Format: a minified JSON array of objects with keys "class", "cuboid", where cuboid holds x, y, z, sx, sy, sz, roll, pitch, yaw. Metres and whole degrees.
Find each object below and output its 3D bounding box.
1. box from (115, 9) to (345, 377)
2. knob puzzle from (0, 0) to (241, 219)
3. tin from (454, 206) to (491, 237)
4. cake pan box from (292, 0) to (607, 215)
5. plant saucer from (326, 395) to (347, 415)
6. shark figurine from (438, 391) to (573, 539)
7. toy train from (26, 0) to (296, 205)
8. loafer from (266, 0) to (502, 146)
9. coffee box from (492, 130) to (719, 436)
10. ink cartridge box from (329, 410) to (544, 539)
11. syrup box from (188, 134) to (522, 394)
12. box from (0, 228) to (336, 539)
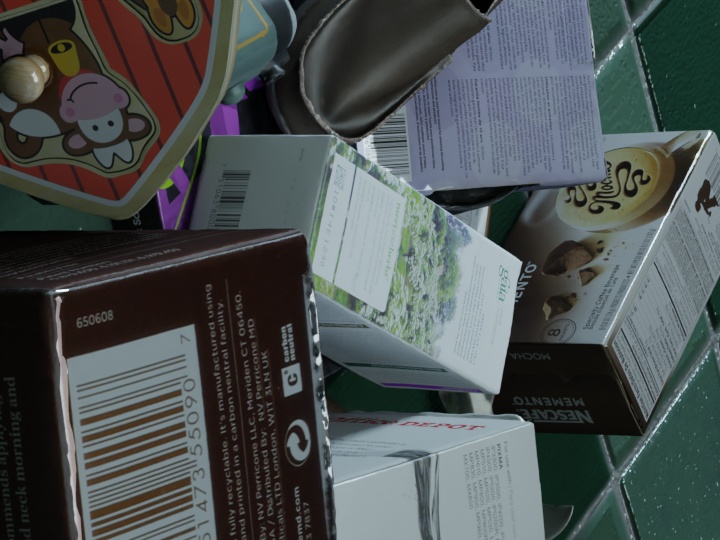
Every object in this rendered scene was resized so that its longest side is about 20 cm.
[{"class":"box","cuboid":[-0.068,-0.024,1.203,0.143,0.036,0.200,-28,114,-52]},{"class":"knob puzzle","cuboid":[-0.138,-0.109,0.958,0.030,0.219,0.220,-54,133,-60]},{"class":"tin","cuboid":[0.041,-0.073,1.361,0.112,0.042,0.200,24,70,-57]},{"class":"cake pan box","cuboid":[0.050,-0.132,1.301,0.184,0.052,0.200,-7,90,-35]},{"class":"plant saucer","cuboid":[-0.030,0.163,1.262,0.200,0.032,0.201,2,87,-55]},{"class":"shark figurine","cuboid":[0.080,0.122,1.365,0.128,0.089,0.215,18,72,-67]},{"class":"toy train","cuboid":[-0.111,-0.111,1.074,0.114,0.085,0.200,56,42,-1]},{"class":"loafer","cuboid":[0.027,-0.139,1.209,0.073,0.071,0.200,48,64,-19]},{"class":"coffee box","cuboid":[0.153,0.006,1.455,0.200,0.113,0.080,-58,134,-37]},{"class":"ink cartridge box","cuboid":[-0.026,0.129,1.123,0.200,0.147,0.083,-12,97,-45]},{"class":"syrup box","cuboid":[0.000,0.000,1.201,0.200,0.081,0.079,31,66,-53]},{"class":"box","cuboid":[-0.138,0.073,0.955,0.164,0.200,0.166,-16,104,-54]}]
